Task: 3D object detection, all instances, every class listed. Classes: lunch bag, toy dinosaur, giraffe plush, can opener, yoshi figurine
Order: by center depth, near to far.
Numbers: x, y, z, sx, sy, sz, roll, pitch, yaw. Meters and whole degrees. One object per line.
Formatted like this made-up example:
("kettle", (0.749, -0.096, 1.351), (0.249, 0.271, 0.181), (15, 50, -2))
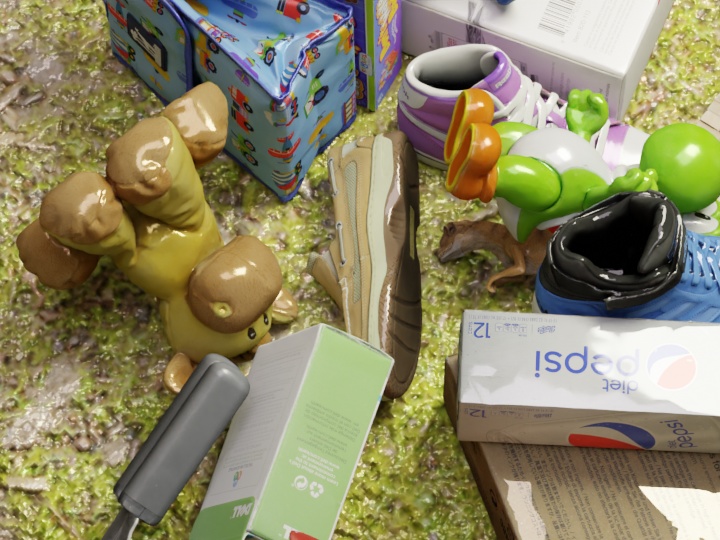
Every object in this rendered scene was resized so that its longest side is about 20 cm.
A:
("can opener", (-0.127, 0.154, 1.632), (0.067, 0.053, 0.201), (35, 90, -16))
("yoshi figurine", (0.162, -0.074, 1.666), (0.199, 0.112, 0.113), (16, 76, -10))
("giraffe plush", (-0.121, -0.005, 1.681), (0.172, 0.200, 0.162), (-38, 87, -11))
("toy dinosaur", (0.152, -0.006, 1.725), (0.198, 0.061, 0.107), (4, 63, 3))
("lunch bag", (-0.107, -0.164, 1.754), (0.199, 0.151, 0.094), (33, 69, 15))

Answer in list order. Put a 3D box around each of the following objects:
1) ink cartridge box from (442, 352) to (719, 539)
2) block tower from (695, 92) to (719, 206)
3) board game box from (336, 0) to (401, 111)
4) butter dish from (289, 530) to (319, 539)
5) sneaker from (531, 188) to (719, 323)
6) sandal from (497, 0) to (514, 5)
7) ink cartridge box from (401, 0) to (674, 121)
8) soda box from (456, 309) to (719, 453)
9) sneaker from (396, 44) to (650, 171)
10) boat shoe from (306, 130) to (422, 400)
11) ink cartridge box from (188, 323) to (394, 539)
("ink cartridge box", (0.163, 0.131, 1.649), (0.164, 0.075, 0.201), (-16, 63, -9))
("block tower", (0.286, -0.115, 1.772), (0.054, 0.058, 0.200), (31, 63, 18))
("board game box", (-0.039, -0.204, 1.746), (0.134, 0.200, 0.045), (25, 67, 13))
("butter dish", (-0.013, 0.284, 1.538), (0.147, 0.200, 0.200), (-33, 66, 11))
("sneaker", (0.214, -0.001, 1.613), (0.198, 0.111, 0.077), (0, 61, -1))
("sandal", (0.050, -0.238, 1.740), (0.199, 0.080, 0.088), (8, 68, 8))
("ink cartridge box", (0.123, -0.211, 1.811), (0.199, 0.083, 0.147), (21, 66, 11))
("soda box", (0.162, 0.073, 1.601), (0.198, 0.064, 0.069), (2, 63, 2))
("sneaker", (0.122, -0.103, 1.743), (0.199, 0.114, 0.073), (11, 63, 5))
("boat shoe", (0.000, 0.000, 1.727), (0.076, 0.072, 0.201), (-7, 59, 16))
("ink cartridge box", (-0.055, 0.142, 1.619), (0.059, 0.104, 0.201), (27, 69, -20))
